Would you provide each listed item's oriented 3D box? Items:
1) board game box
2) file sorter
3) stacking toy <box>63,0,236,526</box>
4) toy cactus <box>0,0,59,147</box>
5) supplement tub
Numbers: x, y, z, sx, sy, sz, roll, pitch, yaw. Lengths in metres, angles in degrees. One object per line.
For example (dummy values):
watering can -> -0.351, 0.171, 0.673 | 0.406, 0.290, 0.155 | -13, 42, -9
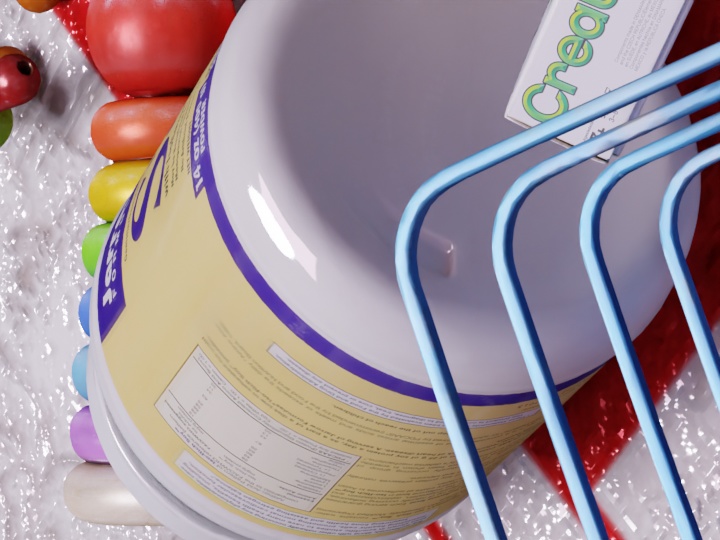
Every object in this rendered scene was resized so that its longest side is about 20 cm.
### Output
board game box -> 0.097, -0.140, 0.719 | 0.034, 0.126, 0.200 | 23, 125, 1
file sorter -> 0.119, 0.018, 0.695 | 0.122, 0.200, 0.139 | -24, 81, 31
stacking toy -> -0.065, -0.012, 1.007 | 0.085, 0.085, 0.201 | -1, 90, 47
toy cactus -> -0.199, -0.105, 1.124 | 0.200, 0.102, 0.165 | 50, 140, 17
supplement tub -> 0.000, 0.000, 0.859 | 0.146, 0.145, 0.200 | 65, 152, 15
